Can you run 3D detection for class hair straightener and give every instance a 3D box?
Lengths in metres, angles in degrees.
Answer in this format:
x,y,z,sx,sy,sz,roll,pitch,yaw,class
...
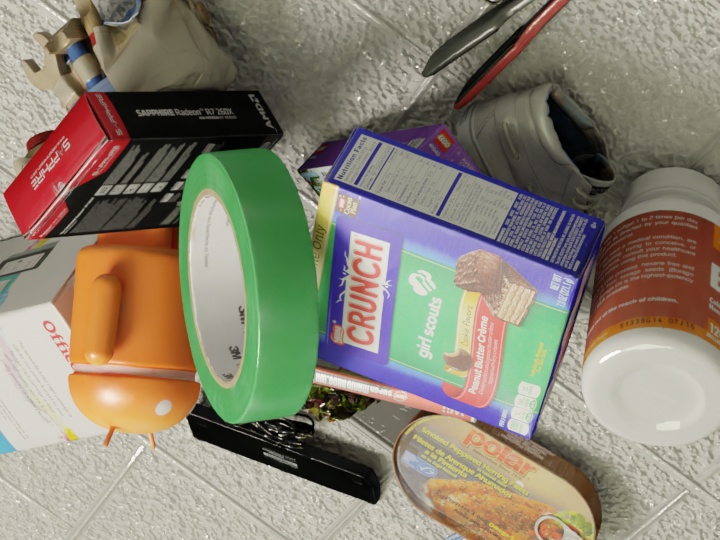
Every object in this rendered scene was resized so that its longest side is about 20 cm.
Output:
x,y,z,sx,sy,sz,roll,pitch,yaw,class
0.107,-0.200,1.396,0.077,0.041,0.200,41,134,-10,hair straightener

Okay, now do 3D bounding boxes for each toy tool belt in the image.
x,y,z,sx,sy,sz,roll,pitch,yaw,class
-0.205,-0.161,1.534,0.199,0.125,0.124,-29,78,21,toy tool belt

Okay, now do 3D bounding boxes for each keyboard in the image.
x,y,z,sx,sy,sz,roll,pitch,yaw,class
-0.070,0.159,1.807,0.198,0.040,0.104,18,157,11,keyboard

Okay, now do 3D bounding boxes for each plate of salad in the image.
x,y,z,sx,sy,sz,roll,pitch,yaw,class
-0.045,0.105,1.651,0.198,0.049,0.200,7,175,1,plate of salad

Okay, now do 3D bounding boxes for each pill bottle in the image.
x,y,z,sx,sy,sz,roll,pitch,yaw,class
0.225,0.020,1.401,0.111,0.201,0.113,7,135,7,pill bottle

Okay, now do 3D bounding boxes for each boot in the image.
x,y,z,sx,sy,sz,roll,pitch,yaw,class
0.159,-0.051,1.470,0.095,0.074,0.201,-15,119,43,boot

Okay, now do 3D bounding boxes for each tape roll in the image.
x,y,z,sx,sy,sz,roll,pitch,yaw,class
-0.086,0.011,1.431,0.048,0.201,0.202,-5,138,-20,tape roll

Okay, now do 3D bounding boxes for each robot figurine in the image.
x,y,z,sx,sy,sz,roll,pitch,yaw,class
-0.184,0.048,1.597,0.115,0.202,0.144,6,175,-19,robot figurine

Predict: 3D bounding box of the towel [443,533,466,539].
x,y,z,sx,sy,sz,roll,pitch,yaw,class
0.149,0.293,1.804,0.147,0.024,0.200,44,133,-13,towel

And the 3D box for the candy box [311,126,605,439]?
x,y,z,sx,sy,sz,roll,pitch,yaw,class
0.060,0.011,1.402,0.198,0.077,0.170,21,132,11,candy box

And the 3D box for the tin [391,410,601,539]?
x,y,z,sx,sy,sz,roll,pitch,yaw,class
0.123,0.193,1.703,0.199,0.042,0.113,31,126,7,tin

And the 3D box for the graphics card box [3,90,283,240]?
x,y,z,sx,sy,sz,roll,pitch,yaw,class
-0.166,-0.084,1.484,0.125,0.199,0.051,-45,66,33,graphics card box

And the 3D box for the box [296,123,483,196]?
x,y,z,sx,sy,sz,roll,pitch,yaw,class
0.045,-0.046,1.502,0.137,0.039,0.199,51,158,-19,box

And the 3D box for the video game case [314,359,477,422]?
x,y,z,sx,sy,sz,roll,pitch,yaw,class
0.020,0.064,1.588,0.198,0.143,0.018,13,118,14,video game case

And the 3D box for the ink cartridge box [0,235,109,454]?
x,y,z,sx,sy,sz,roll,pitch,yaw,class
-0.277,0.058,1.739,0.198,0.146,0.147,-12,121,35,ink cartridge box
